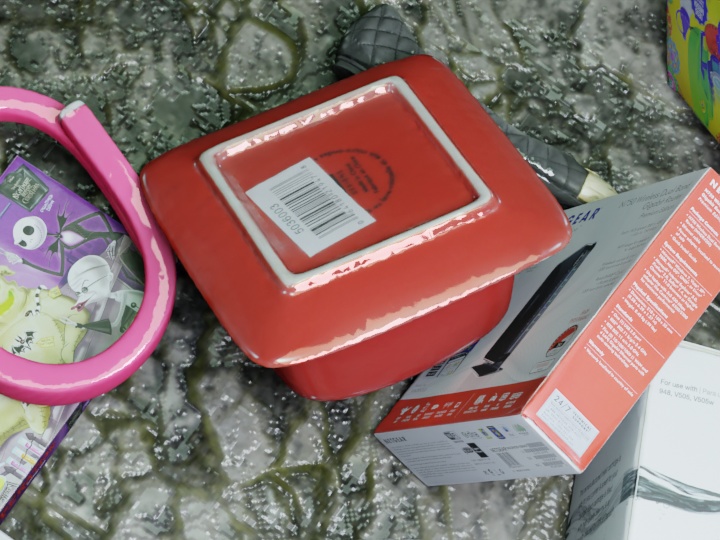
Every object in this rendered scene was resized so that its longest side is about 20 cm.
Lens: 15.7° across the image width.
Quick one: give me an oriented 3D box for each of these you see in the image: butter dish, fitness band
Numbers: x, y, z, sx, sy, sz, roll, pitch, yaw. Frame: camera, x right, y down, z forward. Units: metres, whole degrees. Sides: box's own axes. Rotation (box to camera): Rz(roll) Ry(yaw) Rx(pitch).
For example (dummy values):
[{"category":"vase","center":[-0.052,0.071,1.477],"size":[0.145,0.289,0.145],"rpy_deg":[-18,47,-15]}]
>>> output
[{"category":"butter dish","center":[0.000,0.000,1.486],"size":[0.199,0.148,0.200],"rpy_deg":[-22,45,-14]},{"category":"fitness band","center":[-0.190,-0.018,1.494],"size":[0.143,0.037,0.200],"rpy_deg":[-31,75,-15]}]

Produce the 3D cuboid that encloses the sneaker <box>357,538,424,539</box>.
[{"category":"sneaker","center":[-0.005,0.212,1.453],"size":[0.200,0.078,0.112],"rpy_deg":[-4,94,-25]}]

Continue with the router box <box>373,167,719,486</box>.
[{"category":"router box","center":[0.113,0.036,1.457],"size":[0.049,0.200,0.180],"rpy_deg":[44,69,-12]}]

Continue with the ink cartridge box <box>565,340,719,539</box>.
[{"category":"ink cartridge box","center":[0.167,0.155,1.450],"size":[0.083,0.147,0.200],"rpy_deg":[13,70,-7]}]

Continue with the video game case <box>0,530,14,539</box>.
[{"category":"video game case","center":[-0.298,0.188,1.401],"size":[0.182,0.024,0.200],"rpy_deg":[32,76,24]}]

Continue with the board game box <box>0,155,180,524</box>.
[{"category":"board game box","center":[-0.208,0.044,1.504],"size":[0.120,0.032,0.200],"rpy_deg":[31,70,8]}]

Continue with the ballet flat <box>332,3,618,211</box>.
[{"category":"ballet flat","center":[0.074,-0.093,1.566],"size":[0.200,0.066,0.057],"rpy_deg":[34,77,6]}]

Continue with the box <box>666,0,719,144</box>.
[{"category":"box","center":[0.306,-0.132,1.535],"size":[0.192,0.122,0.200],"rpy_deg":[-14,36,-12]}]
